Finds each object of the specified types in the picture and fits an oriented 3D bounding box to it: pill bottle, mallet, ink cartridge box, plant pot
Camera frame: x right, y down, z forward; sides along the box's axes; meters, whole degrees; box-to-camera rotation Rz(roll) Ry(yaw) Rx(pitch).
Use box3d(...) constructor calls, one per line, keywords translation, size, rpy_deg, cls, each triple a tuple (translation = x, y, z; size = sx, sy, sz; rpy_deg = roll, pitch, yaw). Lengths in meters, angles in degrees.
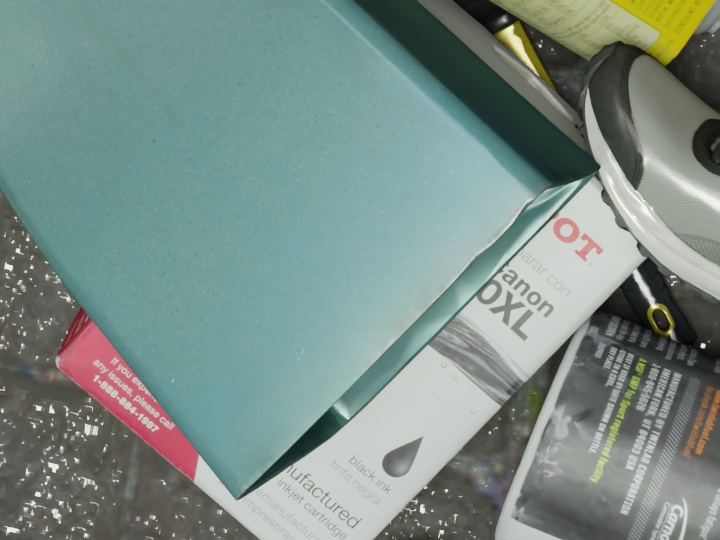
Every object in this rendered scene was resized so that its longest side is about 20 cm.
box3d(translation=(0.162, 0.100, 0.825), size=(0.199, 0.106, 0.107), rpy_deg=(23, 93, 8), cls="pill bottle")
box3d(translation=(0.093, -0.060, 0.876), size=(0.066, 0.041, 0.200), rpy_deg=(-36, 89, 10), cls="mallet")
box3d(translation=(0.000, 0.000, 0.834), size=(0.145, 0.083, 0.200), rpy_deg=(41, 104, -8), cls="ink cartridge box")
box3d(translation=(-0.044, -0.052, 0.717), size=(0.200, 0.141, 0.141), rpy_deg=(45, 103, 6), cls="plant pot")

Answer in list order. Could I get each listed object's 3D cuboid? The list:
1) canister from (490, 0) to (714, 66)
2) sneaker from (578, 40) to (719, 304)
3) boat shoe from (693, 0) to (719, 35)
box3d(translation=(0.058, -0.174, 0.778), size=(0.199, 0.087, 0.149), rpy_deg=(27, 101, -29), cls="canister")
box3d(translation=(0.162, -0.014, 0.771), size=(0.200, 0.074, 0.079), rpy_deg=(45, 126, 2), cls="sneaker")
box3d(translation=(0.202, -0.161, 0.847), size=(0.068, 0.072, 0.200), rpy_deg=(42, 93, -6), cls="boat shoe")
